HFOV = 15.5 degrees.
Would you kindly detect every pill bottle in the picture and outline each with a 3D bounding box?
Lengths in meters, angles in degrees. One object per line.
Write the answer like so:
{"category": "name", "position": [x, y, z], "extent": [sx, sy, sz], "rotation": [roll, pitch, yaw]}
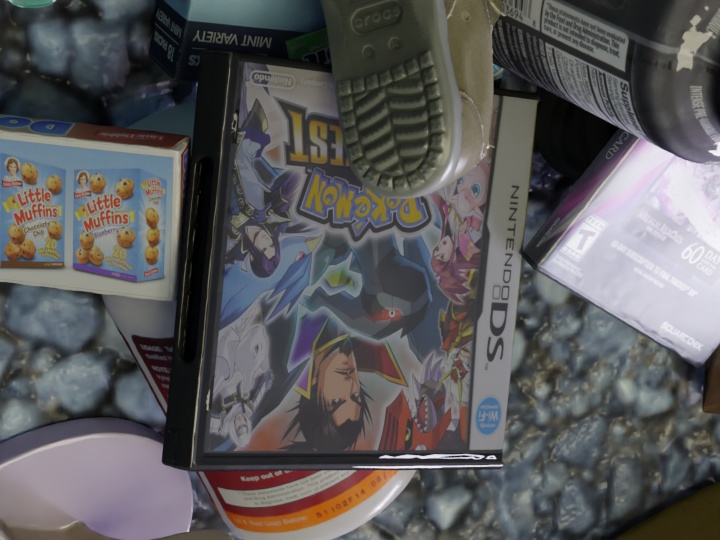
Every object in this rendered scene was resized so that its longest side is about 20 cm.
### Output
{"category": "pill bottle", "position": [-0.053, 0.025, 1.250], "extent": [0.113, 0.113, 0.201], "rotation": [-31, 121, -9]}
{"category": "pill bottle", "position": [0.135, -0.112, 1.175], "extent": [0.106, 0.200, 0.107], "rotation": [-18, 123, -32]}

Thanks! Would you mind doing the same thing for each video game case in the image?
{"category": "video game case", "position": [0.000, 0.000, 1.202], "extent": [0.199, 0.025, 0.182], "rotation": [4, 93, -44]}
{"category": "video game case", "position": [0.184, -0.057, 1.283], "extent": [0.143, 0.019, 0.200], "rotation": [29, 104, -43]}

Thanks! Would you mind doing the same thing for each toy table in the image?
{"category": "toy table", "position": [-0.153, 0.169, 1.267], "extent": [0.200, 0.117, 0.184], "rotation": [-46, 122, -1]}

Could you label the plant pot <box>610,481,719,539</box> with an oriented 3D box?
{"category": "plant pot", "position": [0.256, 0.216, 1.435], "extent": [0.200, 0.195, 0.195], "rotation": [-35, 122, -14]}

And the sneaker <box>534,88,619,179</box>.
{"category": "sneaker", "position": [0.151, -0.128, 1.290], "extent": [0.076, 0.091, 0.201], "rotation": [6, 108, -24]}

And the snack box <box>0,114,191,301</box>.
{"category": "snack box", "position": [-0.175, -0.033, 1.165], "extent": [0.199, 0.024, 0.072], "rotation": [7, 112, 7]}

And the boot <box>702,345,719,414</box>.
{"category": "boot", "position": [0.277, 0.058, 1.447], "extent": [0.199, 0.064, 0.187], "rotation": [-17, 140, -3]}

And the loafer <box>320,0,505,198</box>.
{"category": "loafer", "position": [0.021, -0.129, 1.168], "extent": [0.070, 0.075, 0.201], "rotation": [9, 78, -60]}

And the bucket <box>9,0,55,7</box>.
{"category": "bucket", "position": [-0.202, -0.159, 1.056], "extent": [0.207, 0.207, 0.135], "rotation": [-35, 113, -7]}

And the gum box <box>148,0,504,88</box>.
{"category": "gum box", "position": [0.002, -0.182, 1.226], "extent": [0.169, 0.045, 0.201], "rotation": [3, 110, -26]}
